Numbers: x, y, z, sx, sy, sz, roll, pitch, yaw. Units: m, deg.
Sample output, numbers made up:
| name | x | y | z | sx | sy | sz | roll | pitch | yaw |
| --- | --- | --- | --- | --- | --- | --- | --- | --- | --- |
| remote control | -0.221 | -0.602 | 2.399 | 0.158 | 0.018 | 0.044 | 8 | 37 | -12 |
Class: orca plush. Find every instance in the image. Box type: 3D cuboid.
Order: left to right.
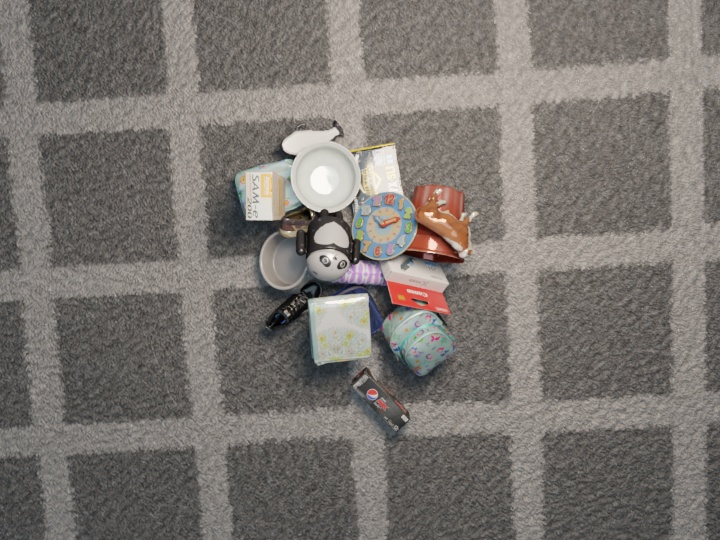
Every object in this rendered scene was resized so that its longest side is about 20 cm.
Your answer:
| name | x | y | z | sx | sy | sz | roll | pitch | yaw |
| --- | --- | --- | --- | --- | --- | --- | --- | --- | --- |
| orca plush | -0.153 | -0.391 | 1.579 | 0.200 | 0.071 | 0.105 | -38 | 111 | -18 |

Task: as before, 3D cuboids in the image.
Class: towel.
| name | x | y | z | sx | sy | sz | roll | pitch | yaw |
| --- | --- | --- | --- | --- | --- | --- | --- | --- | --- |
| towel | -0.058 | 0.165 | 1.495 | 0.171 | 0.048 | 0.201 | -6 | 108 | -9 |

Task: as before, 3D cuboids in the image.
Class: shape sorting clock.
| name | x | y | z | sx | sy | sz | roll | pitch | yaw |
| --- | --- | --- | --- | --- | --- | --- | --- | --- | --- |
| shape sorting clock | 0.065 | -0.127 | 1.492 | 0.200 | 0.039 | 0.201 | -8 | 71 | 23 |

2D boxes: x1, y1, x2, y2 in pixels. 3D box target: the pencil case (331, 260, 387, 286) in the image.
| name | x | y | z | sx | sy | sz | roll | pitch | yaw |
| --- | --- | --- | --- | --- | --- | --- | --- | --- | --- |
| pencil case | 0.000 | 0.000 | 1.564 | 0.199 | 0.084 | 0.086 | 3 | 88 | -16 |

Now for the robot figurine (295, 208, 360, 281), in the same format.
| name | x | y | z | sx | sy | sz | roll | pitch | yaw |
| --- | --- | --- | --- | --- | --- | --- | --- | --- | --- |
| robot figurine | -0.087 | -0.070 | 1.464 | 0.150 | 0.125 | 0.200 | -10 | 61 | 20 |

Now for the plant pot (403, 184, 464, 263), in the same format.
| name | x | y | z | sx | sy | sz | roll | pitch | yaw |
| --- | --- | --- | --- | --- | --- | --- | --- | --- | --- |
| plant pot | 0.215 | -0.134 | 1.535 | 0.200 | 0.201 | 0.196 | 10 | 86 | 1 |

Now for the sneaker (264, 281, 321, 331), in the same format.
| name | x | y | z | sx | sy | sz | roll | pitch | yaw |
| --- | --- | --- | --- | --- | --- | --- | --- | --- | --- |
| sneaker | -0.197 | 0.114 | 1.590 | 0.200 | 0.112 | 0.073 | -41 | 93 | 3 |

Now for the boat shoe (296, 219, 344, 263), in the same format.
| name | x | y | z | sx | sy | sz | roll | pitch | yaw |
| --- | --- | --- | --- | --- | --- | --- | --- | --- | --- |
| boat shoe | -0.106 | -0.070 | 1.600 | 0.065 | 0.072 | 0.200 | 44 | 99 | -7 |

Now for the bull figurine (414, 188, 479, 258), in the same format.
| name | x | y | z | sx | sy | sz | roll | pitch | yaw |
| --- | --- | --- | --- | --- | --- | --- | --- | --- | --- |
| bull figurine | 0.241 | -0.122 | 1.416 | 0.200 | 0.065 | 0.122 | 34 | 71 | -6 |

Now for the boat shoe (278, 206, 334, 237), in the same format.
| name | x | y | z | sx | sy | sz | roll | pitch | yaw |
| --- | --- | --- | --- | --- | --- | --- | --- | --- | --- |
| boat shoe | -0.150 | -0.154 | 1.544 | 0.072 | 0.200 | 0.065 | 39 | 136 | 30 |

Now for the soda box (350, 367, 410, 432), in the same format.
| name | x | y | z | sx | sy | sz | roll | pitch | yaw |
| --- | --- | --- | --- | --- | --- | --- | --- | --- | --- |
| soda box | 0.062 | 0.393 | 1.622 | 0.063 | 0.071 | 0.200 | -43 | 91 | 5 |

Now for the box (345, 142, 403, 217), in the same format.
| name | x | y | z | sx | sy | sz | roll | pitch | yaw |
| --- | --- | --- | --- | --- | --- | --- | --- | --- | --- |
| box | 0.041 | -0.267 | 1.593 | 0.159 | 0.049 | 0.201 | -9 | 93 | 0 |

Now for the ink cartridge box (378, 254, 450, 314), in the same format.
| name | x | y | z | sx | sy | sz | roll | pitch | yaw |
| --- | --- | --- | --- | --- | --- | --- | --- | --- | --- |
| ink cartridge box | 0.162 | 0.032 | 1.516 | 0.200 | 0.176 | 0.045 | 12 | 128 | -26 |

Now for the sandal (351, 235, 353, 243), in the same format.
| name | x | y | z | sx | sy | sz | roll | pitch | yaw |
| --- | --- | --- | --- | --- | --- | --- | --- | --- | --- |
| sandal | 0.000 | -0.086 | 1.586 | 0.054 | 0.080 | 0.200 | 43 | 100 | 20 |

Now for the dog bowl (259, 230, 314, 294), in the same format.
| name | x | y | z | sx | sy | sz | roll | pitch | yaw |
| --- | --- | --- | --- | --- | --- | --- | --- | --- | --- |
| dog bowl | -0.212 | -0.030 | 1.568 | 0.200 | 0.059 | 0.201 | -1 | 88 | 27 |

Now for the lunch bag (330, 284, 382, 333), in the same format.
| name | x | y | z | sx | sy | sz | roll | pitch | yaw |
| --- | --- | --- | --- | --- | --- | --- | --- | --- | --- |
| lunch bag | -0.046 | 0.139 | 1.581 | 0.200 | 0.132 | 0.136 | -30 | 109 | 3 |

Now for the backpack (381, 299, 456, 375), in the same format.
| name | x | y | z | sx | sy | sz | roll | pitch | yaw |
| --- | --- | --- | --- | --- | --- | --- | --- | --- | --- |
| backpack | 0.166 | 0.190 | 1.535 | 0.177 | 0.151 | 0.200 | -38 | 120 | 5 |

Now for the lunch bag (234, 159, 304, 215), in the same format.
| name | x | y | z | sx | sy | sz | roll | pitch | yaw |
| --- | --- | --- | --- | --- | --- | --- | --- | --- | --- |
| lunch bag | -0.267 | -0.235 | 1.587 | 0.200 | 0.077 | 0.161 | -15 | 95 | 2 |

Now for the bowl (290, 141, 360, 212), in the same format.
| name | x | y | z | sx | sy | sz | roll | pitch | yaw |
| --- | --- | --- | --- | --- | --- | --- | --- | --- | --- |
| bowl | -0.103 | -0.265 | 1.540 | 0.201 | 0.090 | 0.202 | 0 | 93 | -7 |

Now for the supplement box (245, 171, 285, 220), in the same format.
| name | x | y | z | sx | sy | sz | roll | pitch | yaw |
| --- | --- | --- | --- | --- | --- | --- | --- | --- | --- |
| supplement box | -0.257 | -0.199 | 1.451 | 0.073 | 0.200 | 0.126 | 0 | 95 | 1 |
